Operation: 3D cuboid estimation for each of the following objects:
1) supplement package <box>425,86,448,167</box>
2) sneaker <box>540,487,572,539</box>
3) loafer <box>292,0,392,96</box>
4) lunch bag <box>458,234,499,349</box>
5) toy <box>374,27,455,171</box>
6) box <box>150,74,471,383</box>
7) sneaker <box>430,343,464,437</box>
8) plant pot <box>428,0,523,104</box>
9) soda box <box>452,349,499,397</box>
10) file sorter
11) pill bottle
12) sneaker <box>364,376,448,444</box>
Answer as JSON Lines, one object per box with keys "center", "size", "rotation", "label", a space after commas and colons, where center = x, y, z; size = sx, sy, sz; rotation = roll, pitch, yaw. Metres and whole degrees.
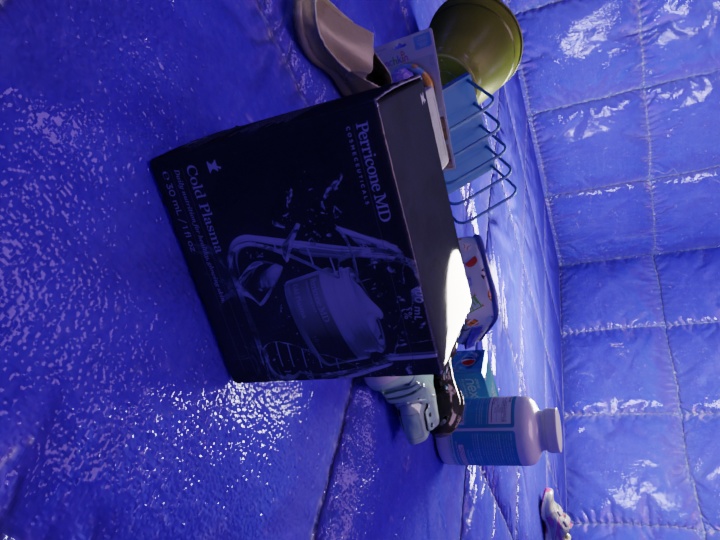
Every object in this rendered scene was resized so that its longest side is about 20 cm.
{"center": [0.036, -0.161, 0.769], "size": [0.200, 0.108, 0.116], "rotation": [-51, 129, -59], "label": "supplement package"}
{"center": [0.625, 0.786, 1.855], "size": [0.081, 0.087, 0.204], "rotation": [-36, 116, -63], "label": "sneaker"}
{"center": [-0.017, -0.282, 0.733], "size": [0.199, 0.067, 0.077], "rotation": [30, 56, -61], "label": "loafer"}
{"center": [0.178, 0.042, 0.989], "size": [0.201, 0.074, 0.163], "rotation": [84, -6, -69], "label": "lunch bag"}
{"center": [0.068, -0.240, 0.870], "size": [0.047, 0.114, 0.204], "rotation": [-29, 110, -50], "label": "toy"}
{"center": [-0.030, -0.027, 0.476], "size": [0.124, 0.193, 0.203], "rotation": [-50, 127, -59], "label": "box"}
{"center": [0.112, 0.159, 0.916], "size": [0.079, 0.074, 0.203], "rotation": [43, 35, -41], "label": "sneaker"}
{"center": [0.188, -0.390, 1.109], "size": [0.194, 0.197, 0.202], "rotation": [-57, 135, -39], "label": "plant pot"}
{"center": [0.233, 0.253, 1.146], "size": [0.065, 0.067, 0.202], "rotation": [-63, 139, -51], "label": "soda box"}
{"center": [0.178, -0.204, 1.018], "size": [0.201, 0.137, 0.123], "rotation": [61, 0, -40], "label": "file sorter"}
{"center": [0.231, 0.269, 0.977], "size": [0.110, 0.197, 0.113], "rotation": [-7, 90, -65], "label": "pill bottle"}
{"center": [0.067, 0.174, 0.779], "size": [0.200, 0.073, 0.121], "rotation": [15, 63, -67], "label": "sneaker"}
